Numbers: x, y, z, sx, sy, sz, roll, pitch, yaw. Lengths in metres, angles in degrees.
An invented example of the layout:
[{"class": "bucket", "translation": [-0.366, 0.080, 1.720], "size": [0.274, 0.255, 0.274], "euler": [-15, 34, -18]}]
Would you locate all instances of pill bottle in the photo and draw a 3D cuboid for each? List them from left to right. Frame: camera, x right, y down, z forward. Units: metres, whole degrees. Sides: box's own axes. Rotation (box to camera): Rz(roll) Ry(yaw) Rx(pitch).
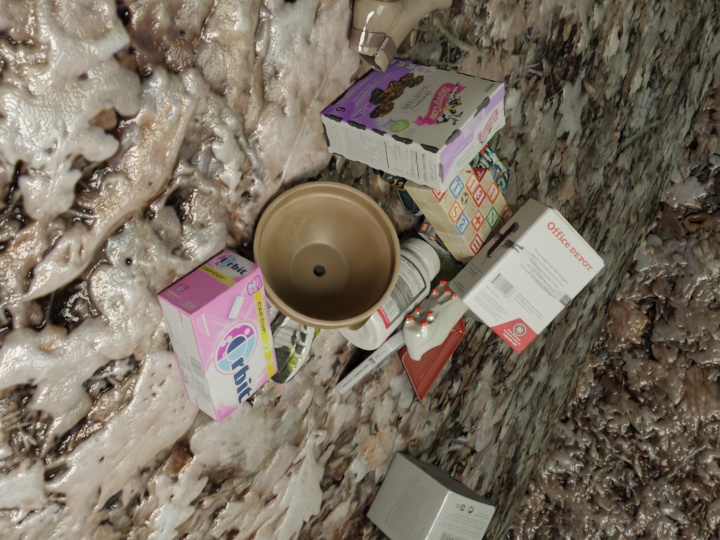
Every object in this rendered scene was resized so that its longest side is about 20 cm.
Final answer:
[{"class": "pill bottle", "translation": [0.049, 0.032, 1.178], "size": [0.200, 0.110, 0.111], "euler": [-42, 142, -34]}]

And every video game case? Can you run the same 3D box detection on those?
[{"class": "video game case", "translation": [0.063, 0.133, 1.260], "size": [0.199, 0.023, 0.182], "euler": [-31, 168, -44]}]

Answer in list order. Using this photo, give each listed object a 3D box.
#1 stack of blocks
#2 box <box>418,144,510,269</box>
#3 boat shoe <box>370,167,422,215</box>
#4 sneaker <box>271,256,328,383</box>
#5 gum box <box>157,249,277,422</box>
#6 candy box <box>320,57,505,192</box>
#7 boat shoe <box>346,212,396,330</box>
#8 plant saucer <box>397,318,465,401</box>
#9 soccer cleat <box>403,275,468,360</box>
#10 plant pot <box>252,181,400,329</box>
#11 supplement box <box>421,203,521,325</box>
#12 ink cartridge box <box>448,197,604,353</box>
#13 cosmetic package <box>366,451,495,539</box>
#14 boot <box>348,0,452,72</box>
[{"class": "stack of blocks", "translation": [0.164, -0.114, 1.132], "size": [0.116, 0.058, 0.200], "euler": [-58, 134, -17]}, {"class": "box", "translation": [0.187, -0.120, 1.228], "size": [0.137, 0.040, 0.201], "euler": [36, 75, -47]}, {"class": "boat shoe", "translation": [0.059, -0.158, 1.119], "size": [0.091, 0.071, 0.201], "euler": [-35, 137, -25]}, {"class": "sneaker", "translation": [-0.078, 0.077, 1.046], "size": [0.084, 0.074, 0.202], "euler": [19, 94, -60]}, {"class": "gum box", "translation": [-0.178, 0.091, 0.907], "size": [0.113, 0.066, 0.201], "euler": [-38, 139, -36]}, {"class": "candy box", "translation": [0.075, -0.211, 0.970], "size": [0.168, 0.199, 0.072], "euler": [-47, 144, -29]}, {"class": "boat shoe", "translation": [-0.001, -0.002, 1.075], "size": [0.073, 0.063, 0.202], "euler": [53, 49, -55]}, {"class": "plant saucer", "translation": [0.148, 0.151, 1.485], "size": [0.200, 0.036, 0.201], "euler": [-53, 146, -21]}, {"class": "soccer cleat", "translation": [0.137, 0.075, 1.181], "size": [0.199, 0.069, 0.078], "euler": [-34, 133, -40]}, {"class": "plant pot", "translation": [-0.051, -0.013, 0.959], "size": [0.201, 0.200, 0.093], "euler": [-53, 179, -21]}, {"class": "supplement box", "translation": [0.230, -0.022, 1.334], "size": [0.201, 0.199, 0.134], "euler": [-59, 147, -13]}, {"class": "ink cartridge box", "translation": [0.266, 0.007, 1.121], "size": [0.144, 0.084, 0.200], "euler": [41, 98, -19]}, {"class": "cosmetic package", "translation": [0.153, 0.536, 1.547], "size": [0.164, 0.199, 0.166], "euler": [30, 85, -34]}, {"class": "boot", "translation": [0.053, -0.353, 0.983], "size": [0.199, 0.070, 0.147], "euler": [4, 113, -57]}]
